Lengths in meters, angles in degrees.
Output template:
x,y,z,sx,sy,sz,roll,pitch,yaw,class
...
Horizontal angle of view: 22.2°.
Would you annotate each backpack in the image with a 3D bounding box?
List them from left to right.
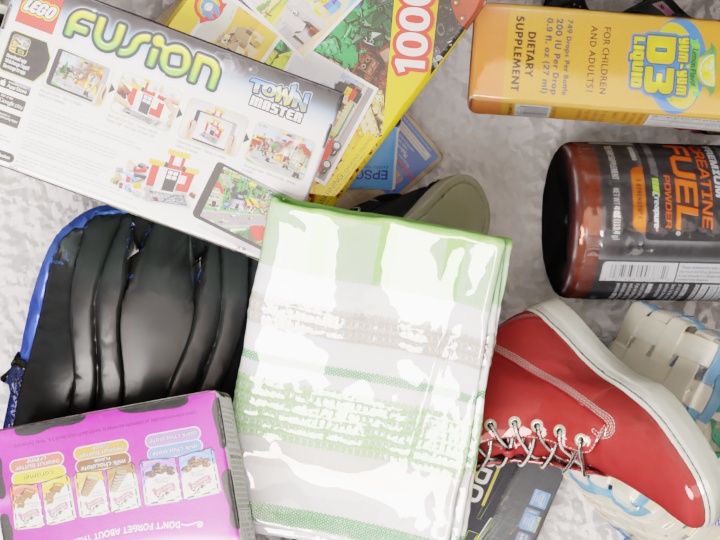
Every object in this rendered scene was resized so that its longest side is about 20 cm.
x,y,z,sx,sy,sz,roll,pitch,yaw,class
-0.143,0.056,1.159,0.161,0.168,0.201,9,95,-12,backpack

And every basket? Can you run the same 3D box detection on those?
x,y,z,sx,sy,sz,roll,pitch,yaw,class
0.234,0.125,1.232,0.200,0.139,0.177,30,88,-43,basket

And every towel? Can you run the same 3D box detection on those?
x,y,z,sx,sy,sz,roll,pitch,yaw,class
0.002,0.066,1.064,0.148,0.031,0.201,9,103,0,towel

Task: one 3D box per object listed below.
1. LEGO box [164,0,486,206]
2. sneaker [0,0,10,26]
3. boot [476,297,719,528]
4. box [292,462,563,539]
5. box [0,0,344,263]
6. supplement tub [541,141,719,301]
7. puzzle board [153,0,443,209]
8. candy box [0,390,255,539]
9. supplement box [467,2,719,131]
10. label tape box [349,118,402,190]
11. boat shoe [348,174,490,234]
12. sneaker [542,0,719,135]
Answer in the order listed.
x,y,z,sx,sy,sz,roll,pitch,yaw,class
-0.043,-0.131,1.130,0.149,0.077,0.200,37,90,-9,LEGO box
-0.226,-0.195,1.157,0.079,0.130,0.201,7,92,-8,sneaker
0.113,0.110,1.103,0.144,0.200,0.073,-26,133,-21,boot
0.055,0.136,1.219,0.161,0.049,0.201,24,90,-35,box
-0.120,-0.087,1.068,0.199,0.035,0.111,20,93,-7,box
0.227,-0.032,1.230,0.199,0.107,0.108,1,93,-7,supplement tub
-0.063,-0.101,1.238,0.151,0.017,0.200,-42,97,-4,puzzle board
-0.125,0.179,1.037,0.135,0.061,0.201,-10,82,4,candy box
0.169,-0.129,1.173,0.199,0.069,0.067,4,87,2,supplement box
-0.045,-0.157,1.199,0.142,0.066,0.201,1,97,-7,label tape box
-0.001,-0.002,1.160,0.199,0.066,0.075,-41,115,-37,boat shoe
0.208,-0.144,1.236,0.199,0.080,0.087,11,90,-8,sneaker
